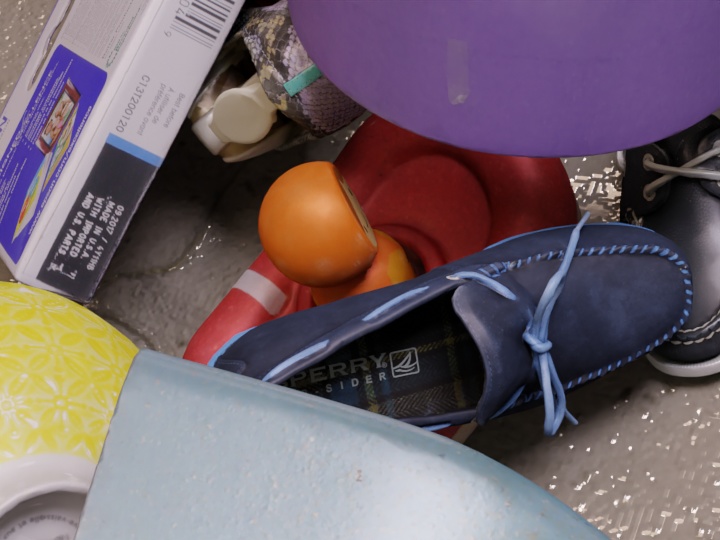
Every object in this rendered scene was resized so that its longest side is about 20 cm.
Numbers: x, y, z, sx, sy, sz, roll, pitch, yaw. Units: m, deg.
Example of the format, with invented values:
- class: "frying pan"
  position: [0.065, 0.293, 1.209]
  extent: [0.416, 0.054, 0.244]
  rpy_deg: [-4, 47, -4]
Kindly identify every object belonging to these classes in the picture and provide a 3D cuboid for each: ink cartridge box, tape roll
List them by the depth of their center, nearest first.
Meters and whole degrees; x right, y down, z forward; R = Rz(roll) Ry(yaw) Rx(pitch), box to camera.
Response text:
- class: "tape roll"
  position: [0.070, -0.142, 0.876]
  extent: [0.200, 0.085, 0.200]
  rpy_deg: [1, 47, -1]
- class: "ink cartridge box"
  position: [-0.118, -0.096, 1.044]
  extent: [0.198, 0.043, 0.200]
  rpy_deg: [-63, 22, 3]

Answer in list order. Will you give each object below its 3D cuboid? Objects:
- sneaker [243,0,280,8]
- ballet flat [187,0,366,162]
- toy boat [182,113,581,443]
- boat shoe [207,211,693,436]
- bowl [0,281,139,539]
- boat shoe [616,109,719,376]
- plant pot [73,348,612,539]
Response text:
- class: "sneaker"
  position: [-0.005, -0.185, 1.114]
  extent: [0.200, 0.078, 0.116]
  rpy_deg: [-22, 68, 11]
- class: "ballet flat"
  position: [-0.044, -0.082, 0.989]
  extent: [0.072, 0.072, 0.200]
  rpy_deg: [-48, 9, -11]
- class: "toy boat"
  position: [0.000, 0.000, 0.935]
  extent: [0.130, 0.131, 0.200]
  rpy_deg: [29, 74, 35]
- class: "boat shoe"
  position: [0.043, 0.038, 0.863]
  extent: [0.200, 0.084, 0.069]
  rpy_deg: [-21, 13, -10]
- class: "bowl"
  position: [-0.137, 0.110, 0.866]
  extent: [0.200, 0.200, 0.108]
  rpy_deg: [-51, 28, -13]
- class: "boat shoe"
  position: [0.142, -0.052, 0.950]
  extent: [0.076, 0.060, 0.200]
  rpy_deg: [-7, 57, 18]
- class: "plant pot"
  position: [0.006, 0.169, 0.791]
  extent: [0.200, 0.196, 0.196]
  rpy_deg: [8, 61, 14]
